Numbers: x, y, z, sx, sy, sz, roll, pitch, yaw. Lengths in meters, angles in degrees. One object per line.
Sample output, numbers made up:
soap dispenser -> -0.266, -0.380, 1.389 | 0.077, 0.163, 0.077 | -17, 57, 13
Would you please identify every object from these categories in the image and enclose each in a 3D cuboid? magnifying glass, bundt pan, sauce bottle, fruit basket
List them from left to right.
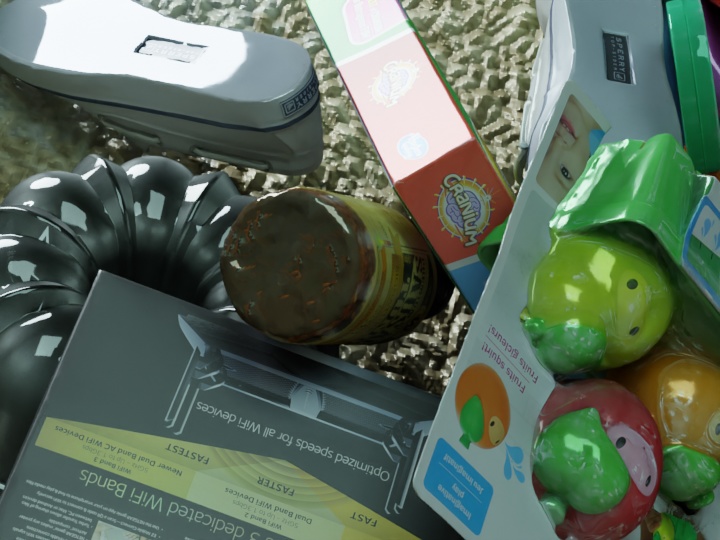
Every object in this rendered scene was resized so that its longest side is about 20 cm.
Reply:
bundt pan -> -0.100, 0.023, 1.048 | 0.201, 0.076, 0.202 | 7, 47, -8
sauce bottle -> 0.000, 0.000, 0.994 | 0.066, 0.066, 0.200 | 33, 9, 15
fruit basket -> 0.107, 0.054, 0.918 | 0.185, 0.094, 0.200 | 47, 45, -33
magnifying glass -> 0.168, -0.066, 1.125 | 0.022, 0.200, 0.080 | -8, 67, 7

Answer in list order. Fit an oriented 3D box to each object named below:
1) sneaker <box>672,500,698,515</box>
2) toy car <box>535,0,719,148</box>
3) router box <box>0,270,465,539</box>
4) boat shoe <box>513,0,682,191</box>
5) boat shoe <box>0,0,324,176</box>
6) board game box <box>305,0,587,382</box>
sneaker -> 0.121, 0.139, 1.006 | 0.114, 0.076, 0.200 | -27, 59, -27
toy car -> 0.205, -0.135, 1.196 | 0.175, 0.200, 0.150 | 10, 48, -34
router box -> -0.041, 0.106, 0.919 | 0.200, 0.052, 0.157 | 21, 54, -1
boat shoe -> 0.105, -0.059, 1.106 | 0.074, 0.086, 0.202 | 11, 47, -9
boat shoe -> -0.106, -0.089, 1.157 | 0.200, 0.065, 0.074 | 20, 50, 33
board game box -> 0.045, -0.039, 1.056 | 0.040, 0.153, 0.200 | -31, 32, 5
